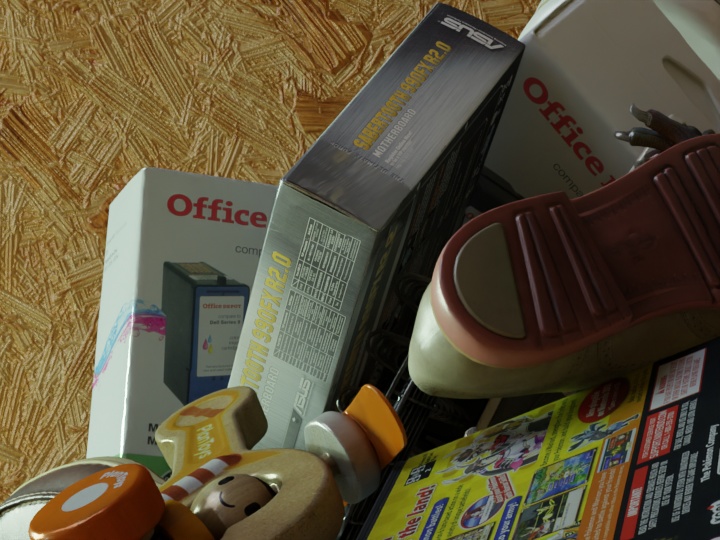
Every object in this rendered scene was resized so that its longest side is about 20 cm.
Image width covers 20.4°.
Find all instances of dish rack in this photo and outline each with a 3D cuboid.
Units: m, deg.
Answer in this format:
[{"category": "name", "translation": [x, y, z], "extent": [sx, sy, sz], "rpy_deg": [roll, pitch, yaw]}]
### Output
[{"category": "dish rack", "translation": [0.017, 0.068, 0.889], "extent": [0.154, 0.054, 0.200], "rpy_deg": [-65, -13, -2]}]

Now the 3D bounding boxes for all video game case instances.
[{"category": "video game case", "translation": [0.074, 0.077, 0.618], "extent": [0.180, 0.026, 0.200], "rpy_deg": [-23, 11, 19]}]

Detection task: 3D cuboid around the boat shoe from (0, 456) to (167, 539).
[{"category": "boat shoe", "translation": [-0.115, 0.124, 0.870], "extent": [0.072, 0.072, 0.200], "rpy_deg": [-7, 6, -42]}]

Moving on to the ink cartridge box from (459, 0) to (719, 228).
[{"category": "ink cartridge box", "translation": [0.093, -0.031, 0.996], "extent": [0.084, 0.145, 0.200], "rpy_deg": [-41, 1, -43]}]

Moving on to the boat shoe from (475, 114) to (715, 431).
[{"category": "boat shoe", "translation": [0.109, 0.028, 0.888], "extent": [0.200, 0.057, 0.067], "rpy_deg": [-61, -11, 17]}]

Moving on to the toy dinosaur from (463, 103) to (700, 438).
[{"category": "toy dinosaur", "translation": [0.113, 0.023, 0.773], "extent": [0.200, 0.105, 0.182], "rpy_deg": [-23, 38, 43]}]

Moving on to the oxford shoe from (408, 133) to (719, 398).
[{"category": "oxford shoe", "translation": [0.105, 0.001, 0.726], "extent": [0.199, 0.071, 0.075], "rpy_deg": [-9, -24, -23]}]

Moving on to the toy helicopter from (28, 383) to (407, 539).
[{"category": "toy helicopter", "translation": [-0.046, 0.078, 0.761], "extent": [0.132, 0.079, 0.200], "rpy_deg": [-27, 14, 1]}]

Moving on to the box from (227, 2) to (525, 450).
[{"category": "box", "translation": [0.000, 0.000, 0.913], "extent": [0.158, 0.048, 0.200], "rpy_deg": [-52, -16, -45]}]

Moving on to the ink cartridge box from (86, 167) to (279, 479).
[{"category": "ink cartridge box", "translation": [-0.065, 0.057, 1.071], "extent": [0.087, 0.145, 0.201], "rpy_deg": [143, 132, -65]}]

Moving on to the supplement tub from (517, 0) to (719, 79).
[{"category": "supplement tub", "translation": [0.165, -0.117, 1.202], "extent": [0.145, 0.145, 0.200], "rpy_deg": [-43, 4, 17]}]
